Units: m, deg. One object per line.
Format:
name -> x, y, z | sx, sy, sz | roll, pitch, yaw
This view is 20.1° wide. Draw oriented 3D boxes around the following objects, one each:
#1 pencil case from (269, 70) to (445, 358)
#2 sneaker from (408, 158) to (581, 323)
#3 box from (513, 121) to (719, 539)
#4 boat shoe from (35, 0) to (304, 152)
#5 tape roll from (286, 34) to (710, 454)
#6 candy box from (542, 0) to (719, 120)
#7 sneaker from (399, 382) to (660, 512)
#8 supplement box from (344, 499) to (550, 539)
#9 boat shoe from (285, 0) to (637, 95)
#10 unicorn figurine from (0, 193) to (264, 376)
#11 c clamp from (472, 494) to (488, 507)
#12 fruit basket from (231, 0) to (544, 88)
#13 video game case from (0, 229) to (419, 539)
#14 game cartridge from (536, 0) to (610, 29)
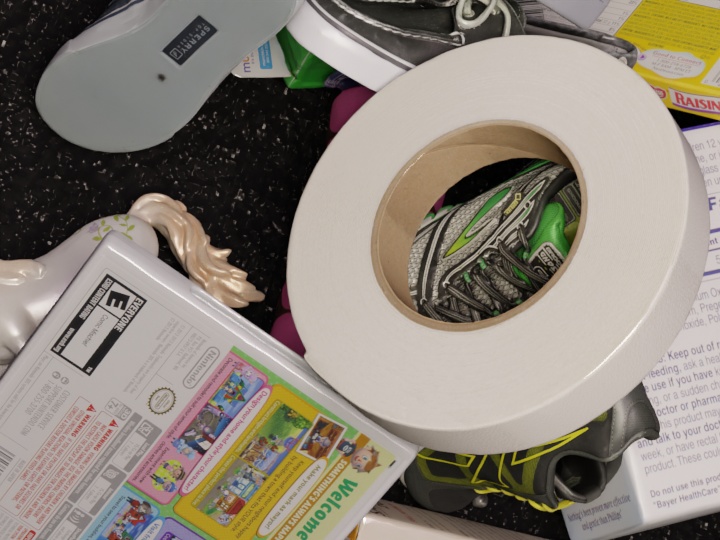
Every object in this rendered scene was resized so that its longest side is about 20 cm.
pencil case -> 0.000, 0.000, 1.073 | 0.091, 0.094, 0.200 | 19, 77, -23
sneaker -> 0.072, -0.008, 0.987 | 0.200, 0.085, 0.078 | -41, 99, 8
box -> 0.186, 0.028, 1.098 | 0.184, 0.105, 0.200 | -11, 80, -18
boat shoe -> -0.085, -0.134, 1.037 | 0.071, 0.200, 0.091 | 41, 45, -21
tape roll -> 0.060, -0.014, 0.934 | 0.037, 0.203, 0.203 | 45, 63, -53
candy box -> 0.186, -0.129, 1.112 | 0.102, 0.200, 0.026 | -47, 137, -29
sneaker -> 0.079, 0.089, 1.010 | 0.074, 0.200, 0.085 | -20, 72, -29
supplement box -> 0.067, 0.200, 1.058 | 0.200, 0.074, 0.126 | 16, 92, -15
boat shoe -> 0.057, -0.118, 1.032 | 0.199, 0.074, 0.068 | 16, 116, -27
unicorn figurine -> -0.160, 0.022, 1.038 | 0.200, 0.074, 0.137 | -28, 82, -35
c clamp -> 0.155, 0.055, 1.153 | 0.200, 0.027, 0.171 | 5, 74, -15
fruit basket -> 0.001, -0.198, 1.125 | 0.185, 0.094, 0.200 | -4, 66, -19
video game case -> -0.101, 0.103, 0.996 | 0.182, 0.022, 0.200 | 35, 114, -10
game cartridge -> 0.030, -0.188, 0.983 | 0.200, 0.133, 0.041 | 40, 98, 35
